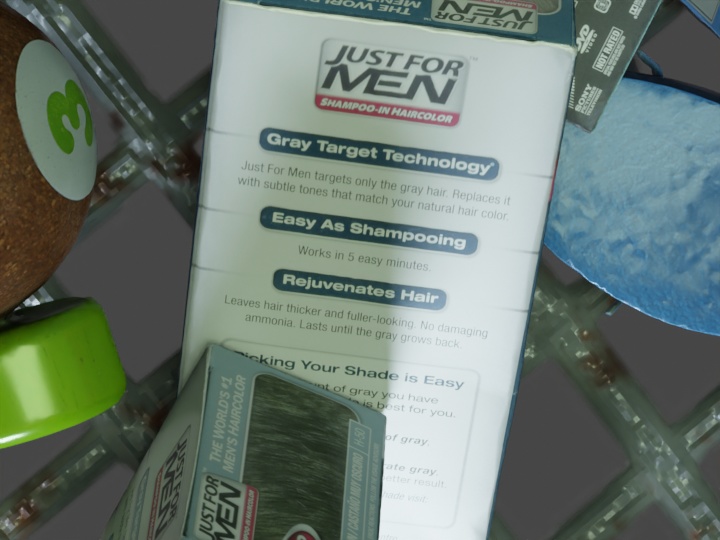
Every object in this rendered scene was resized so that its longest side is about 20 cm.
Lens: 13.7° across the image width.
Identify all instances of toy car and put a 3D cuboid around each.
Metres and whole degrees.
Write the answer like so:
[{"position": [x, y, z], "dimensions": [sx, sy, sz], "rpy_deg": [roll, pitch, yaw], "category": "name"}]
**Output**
[{"position": [-0.125, -0.019, 0.752], "dimensions": [0.157, 0.200, 0.165], "rpy_deg": [-20, 98, -19], "category": "toy car"}]

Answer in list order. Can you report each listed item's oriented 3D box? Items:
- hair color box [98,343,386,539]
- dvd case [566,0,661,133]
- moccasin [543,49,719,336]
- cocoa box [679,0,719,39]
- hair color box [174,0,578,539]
[{"position": [-0.062, 0.131, 0.872], "dimensions": [0.060, 0.099, 0.200], "rpy_deg": [22, 123, -12], "category": "hair color box"}, {"position": [0.010, -0.144, 0.854], "dimensions": [0.200, 0.022, 0.146], "rpy_deg": [23, 107, -9], "category": "dvd case"}, {"position": [0.127, -0.010, 0.942], "dimensions": [0.200, 0.068, 0.081], "rpy_deg": [24, 102, -11], "category": "moccasin"}, {"position": [0.181, -0.116, 0.801], "dimensions": [0.199, 0.131, 0.134], "rpy_deg": [12, 110, -21], "category": "cocoa box"}, {"position": [0.000, 0.000, 0.877], "dimensions": [0.100, 0.061, 0.200], "rpy_deg": [8, 124, -2], "category": "hair color box"}]
